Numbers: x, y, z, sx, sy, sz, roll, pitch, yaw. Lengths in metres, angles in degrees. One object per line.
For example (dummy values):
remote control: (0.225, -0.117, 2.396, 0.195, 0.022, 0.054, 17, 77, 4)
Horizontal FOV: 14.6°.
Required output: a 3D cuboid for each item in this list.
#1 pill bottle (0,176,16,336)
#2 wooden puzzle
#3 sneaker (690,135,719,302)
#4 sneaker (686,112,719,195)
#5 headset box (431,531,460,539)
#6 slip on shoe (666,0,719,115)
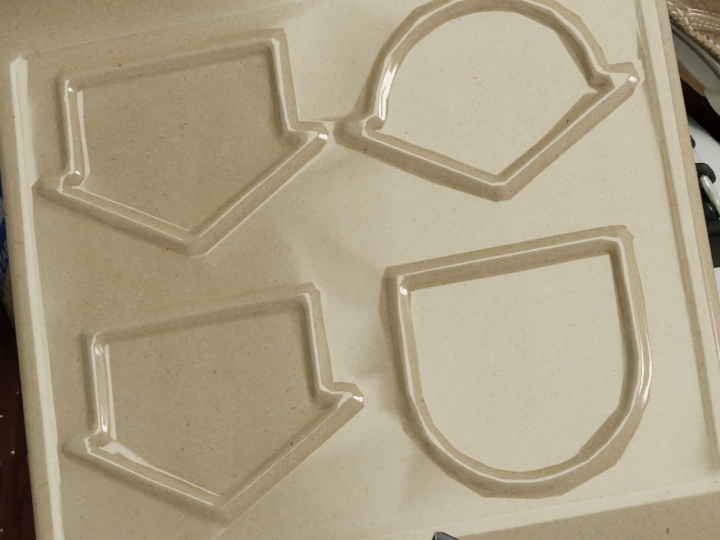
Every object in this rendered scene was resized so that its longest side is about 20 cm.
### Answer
pill bottle: (-0.081, -0.060, 0.884, 0.111, 0.111, 0.200, -19, 53, -9)
wooden puzzle: (0.000, 0.000, 0.746, 0.184, 0.046, 0.201, -10, 77, 8)
sneaker: (0.067, -0.022, 0.786, 0.200, 0.080, 0.074, 44, 29, 26)
sneaker: (0.037, -0.083, 0.878, 0.079, 0.130, 0.199, -38, 59, -21)
headset box: (0.041, 0.163, 0.605, 0.148, 0.077, 0.200, 25, 60, 22)
slip on shoe: (0.121, -0.096, 0.860, 0.200, 0.061, 0.076, 30, 55, -23)
